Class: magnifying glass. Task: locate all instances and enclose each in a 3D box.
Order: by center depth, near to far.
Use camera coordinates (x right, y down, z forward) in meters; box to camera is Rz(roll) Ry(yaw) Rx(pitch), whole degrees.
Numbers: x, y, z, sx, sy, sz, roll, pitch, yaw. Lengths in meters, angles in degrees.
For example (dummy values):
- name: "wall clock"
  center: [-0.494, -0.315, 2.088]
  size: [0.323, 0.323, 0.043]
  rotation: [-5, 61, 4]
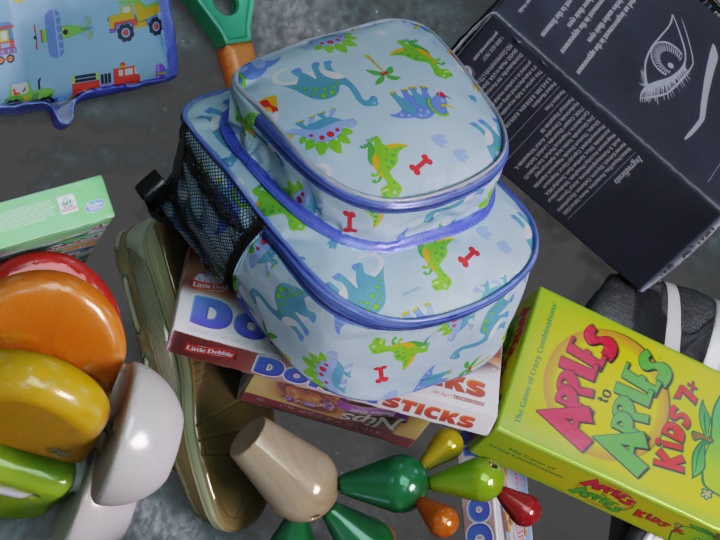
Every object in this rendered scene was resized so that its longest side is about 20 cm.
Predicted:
- name: "magnifying glass"
  center: [-0.088, -0.166, 1.498]
  size: [0.079, 0.022, 0.201]
  rotation: [-12, 85, -34]

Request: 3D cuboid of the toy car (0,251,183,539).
- name: "toy car"
  center: [-0.198, 0.069, 1.339]
  size: [0.174, 0.200, 0.151]
  rotation: [17, 57, -14]

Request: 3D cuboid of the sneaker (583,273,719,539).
- name: "sneaker"
  center: [0.163, 0.092, 1.490]
  size: [0.111, 0.073, 0.201]
  rotation: [23, 65, -5]

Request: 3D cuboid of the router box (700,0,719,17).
- name: "router box"
  center: [0.275, -0.264, 1.600]
  size: [0.200, 0.062, 0.150]
  rotation: [-39, 88, -19]

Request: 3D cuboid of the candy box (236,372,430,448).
- name: "candy box"
  center: [0.000, 0.000, 1.448]
  size: [0.116, 0.057, 0.201]
  rotation: [16, 61, -11]

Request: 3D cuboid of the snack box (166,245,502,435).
- name: "snack box"
  center: [-0.013, 0.041, 1.368]
  size: [0.199, 0.024, 0.072]
  rotation: [15, 47, -8]

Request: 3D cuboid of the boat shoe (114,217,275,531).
- name: "boat shoe"
  center: [-0.107, 0.065, 1.432]
  size: [0.073, 0.063, 0.202]
  rotation: [-12, 86, -50]

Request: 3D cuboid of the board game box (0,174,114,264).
- name: "board game box"
  center: [-0.253, -0.003, 1.364]
  size: [0.199, 0.135, 0.029]
  rotation: [-16, 82, -18]

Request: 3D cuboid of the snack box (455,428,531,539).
- name: "snack box"
  center: [0.084, 0.132, 1.451]
  size: [0.024, 0.072, 0.201]
  rotation: [-9, 78, 20]

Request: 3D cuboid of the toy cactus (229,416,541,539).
- name: "toy cactus"
  center: [-0.006, 0.143, 1.377]
  size: [0.165, 0.200, 0.103]
  rotation: [43, 41, -20]

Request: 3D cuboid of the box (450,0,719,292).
- name: "box"
  center: [0.164, -0.113, 1.490]
  size: [0.200, 0.104, 0.148]
  rotation: [42, 49, -2]

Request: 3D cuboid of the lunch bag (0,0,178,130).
- name: "lunch bag"
  center: [-0.203, -0.190, 1.453]
  size: [0.150, 0.094, 0.201]
  rotation: [-12, 90, -19]

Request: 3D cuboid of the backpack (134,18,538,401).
- name: "backpack"
  center: [0.003, -0.036, 1.325]
  size: [0.182, 0.147, 0.200]
  rotation: [-20, 61, -33]

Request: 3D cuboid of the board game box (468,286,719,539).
- name: "board game box"
  center: [0.176, 0.101, 1.419]
  size: [0.199, 0.048, 0.102]
  rotation: [25, 63, -10]
